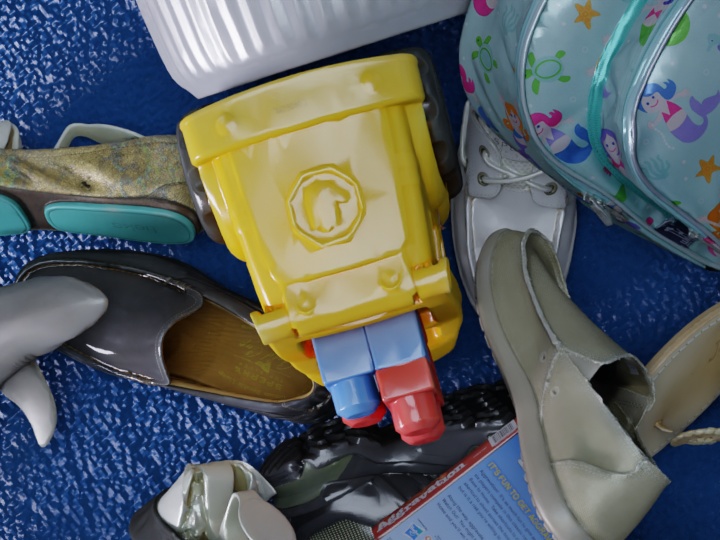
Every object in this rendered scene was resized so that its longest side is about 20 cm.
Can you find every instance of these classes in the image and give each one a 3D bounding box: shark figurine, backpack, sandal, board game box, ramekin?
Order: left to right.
[{"bbox_3d":[-0.224,0.083,1.389,0.128,0.089,0.216,31,113,28],"label":"shark figurine"},{"bbox_3d":[-0.028,-0.163,1.338,0.199,0.200,0.106,-17,95,5],"label":"ramekin"},{"bbox_3d":[0.105,0.182,1.354,0.103,0.019,0.200,-36,107,4],"label":"board game box"},{"bbox_3d":[0.158,-0.108,1.299,0.199,0.151,0.178,31,93,-24],"label":"backpack"},{"bbox_3d":[0.219,0.047,1.337,0.212,0.078,0.070,-43,57,-11],"label":"sandal"}]

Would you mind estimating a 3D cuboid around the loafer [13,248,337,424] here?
[{"bbox_3d":[-0.101,0.032,1.393,0.198,0.072,0.073,13,91,7],"label":"loafer"}]

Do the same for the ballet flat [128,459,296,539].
[{"bbox_3d":[-0.064,0.140,1.333,0.068,0.200,0.069,-6,109,-28],"label":"ballet flat"}]

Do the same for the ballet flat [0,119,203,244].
[{"bbox_3d":[-0.179,-0.052,1.415,0.198,0.071,0.071,2,87,7],"label":"ballet flat"}]

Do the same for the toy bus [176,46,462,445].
[{"bbox_3d":[0.000,0.000,1.311,0.135,0.200,0.194,-17,79,3],"label":"toy bus"}]

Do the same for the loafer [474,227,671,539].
[{"bbox_3d":[0.111,0.055,1.294,0.068,0.076,0.201,-26,51,16],"label":"loafer"}]

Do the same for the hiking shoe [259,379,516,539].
[{"bbox_3d":[0.050,0.122,1.383,0.198,0.076,0.102,-10,105,5],"label":"hiking shoe"}]

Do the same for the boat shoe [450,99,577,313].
[{"bbox_3d":[0.084,-0.069,1.380,0.070,0.069,0.202,2,88,3],"label":"boat shoe"}]
